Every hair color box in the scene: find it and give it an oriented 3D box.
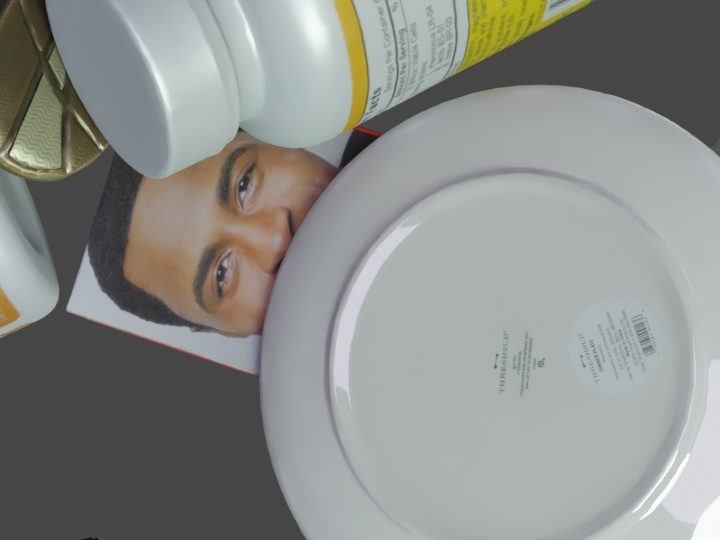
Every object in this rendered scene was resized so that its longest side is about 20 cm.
[{"bbox_3d":[0.000,0.000,0.927,0.199,0.061,0.102,17,90,22],"label":"hair color box"}]

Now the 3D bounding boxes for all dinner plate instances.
[{"bbox_3d":[0.054,0.034,0.859,0.199,0.024,0.202,-2,84,19],"label":"dinner plate"}]

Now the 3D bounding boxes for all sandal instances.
[{"bbox_3d":[-0.095,-0.115,0.933,0.080,0.054,0.201,40,61,-22],"label":"sandal"}]

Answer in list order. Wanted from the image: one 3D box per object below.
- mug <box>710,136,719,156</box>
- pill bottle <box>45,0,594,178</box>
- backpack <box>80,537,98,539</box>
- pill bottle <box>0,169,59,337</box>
[{"bbox_3d":[0.205,0.009,0.905,0.149,0.153,0.188,23,80,-11],"label":"mug"},{"bbox_3d":[-0.005,-0.112,0.884,0.199,0.113,0.113,-29,94,-21],"label":"pill bottle"},{"bbox_3d":[-0.140,0.215,0.895,0.199,0.135,0.183,-25,90,5],"label":"backpack"},{"bbox_3d":[-0.223,0.003,0.935,0.199,0.112,0.113,-24,94,0],"label":"pill bottle"}]
